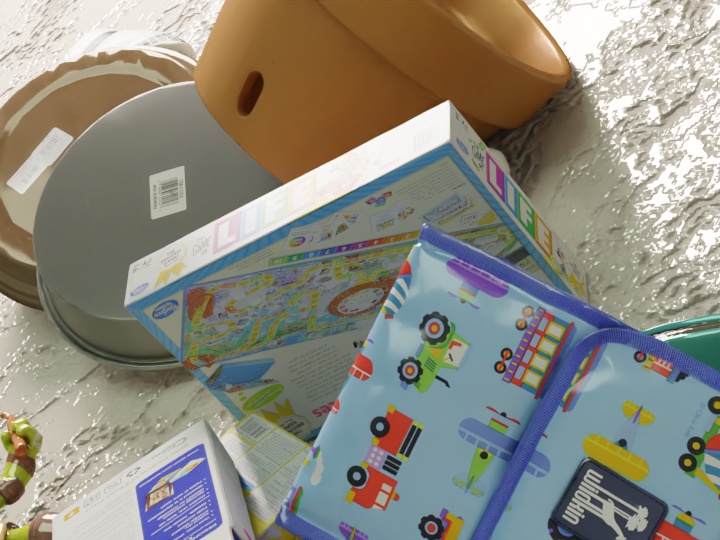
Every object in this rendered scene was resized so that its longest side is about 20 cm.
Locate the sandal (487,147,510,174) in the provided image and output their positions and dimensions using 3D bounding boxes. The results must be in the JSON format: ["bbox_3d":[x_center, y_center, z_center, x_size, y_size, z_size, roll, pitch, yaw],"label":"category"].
[{"bbox_3d":[-0.002,-0.001,1.283,0.202,0.082,0.050,-32,77,11],"label":"sandal"}]

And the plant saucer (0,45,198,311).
[{"bbox_3d":[-0.168,-0.065,1.482,0.200,0.029,0.200,-9,58,14],"label":"plant saucer"}]

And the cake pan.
[{"bbox_3d":[-0.111,-0.035,1.394,0.200,0.037,0.201,-12,54,16],"label":"cake pan"}]

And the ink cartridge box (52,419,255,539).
[{"bbox_3d":[-0.097,0.133,1.087,0.095,0.037,0.200,-33,13,1],"label":"ink cartridge box"}]

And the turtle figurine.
[{"bbox_3d":[-0.213,0.168,1.297,0.161,0.064,0.200,6,47,39],"label":"turtle figurine"}]

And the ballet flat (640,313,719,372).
[{"bbox_3d":[0.118,0.069,1.087,0.200,0.067,0.071,-14,67,36],"label":"ballet flat"}]

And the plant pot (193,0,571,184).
[{"bbox_3d":[0.000,-0.122,1.314,0.140,0.200,0.200,-51,31,17],"label":"plant pot"}]

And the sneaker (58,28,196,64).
[{"bbox_3d":[-0.186,-0.086,1.556,0.080,0.076,0.200,8,58,38],"label":"sneaker"}]

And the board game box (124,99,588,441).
[{"bbox_3d":[-0.002,0.009,1.200,0.200,0.134,0.034,-26,36,22],"label":"board game box"}]

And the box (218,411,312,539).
[{"bbox_3d":[-0.097,0.162,1.164,0.200,0.048,0.117,-38,23,-13],"label":"box"}]

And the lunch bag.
[{"bbox_3d":[0.090,0.093,1.017,0.200,0.094,0.151,28,93,28],"label":"lunch bag"}]
